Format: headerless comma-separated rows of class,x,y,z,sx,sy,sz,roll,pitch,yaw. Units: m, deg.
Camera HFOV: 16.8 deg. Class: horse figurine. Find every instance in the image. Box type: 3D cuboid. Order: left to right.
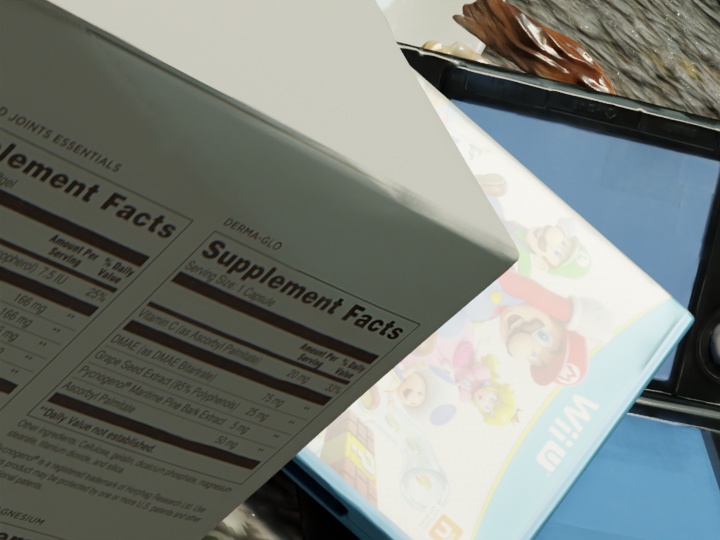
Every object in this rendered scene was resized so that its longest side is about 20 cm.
horse figurine,0.062,-0.009,0.945,0.132,0.201,0.050,16,-10,-22

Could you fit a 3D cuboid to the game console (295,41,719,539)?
game console,0.079,0.025,0.861,0.199,0.177,0.116,12,5,-19

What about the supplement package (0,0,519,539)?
supplement package,-0.108,-0.014,0.497,0.150,0.200,0.152,25,29,-48

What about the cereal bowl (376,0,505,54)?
cereal bowl,-0.003,-0.169,0.971,0.083,0.201,0.200,9,4,25

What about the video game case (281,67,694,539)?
video game case,0.000,0.000,0.817,0.200,0.018,0.143,41,60,-1
